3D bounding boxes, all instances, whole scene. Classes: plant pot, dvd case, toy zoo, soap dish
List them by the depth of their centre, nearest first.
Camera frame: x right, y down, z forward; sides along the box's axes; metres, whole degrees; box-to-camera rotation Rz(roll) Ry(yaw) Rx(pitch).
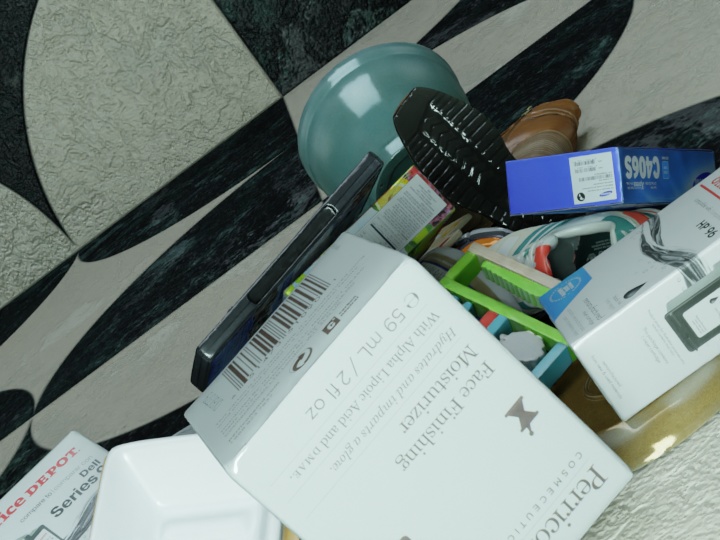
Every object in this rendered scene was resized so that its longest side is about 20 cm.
[{"bbox_3d":[0.186,0.075,1.157,0.199,0.028,0.200,-34,15,10],"label":"plant pot"},{"bbox_3d":[-0.113,0.208,1.166,0.156,0.082,0.201,-8,45,11],"label":"soap dish"},{"bbox_3d":[0.070,0.073,1.215,0.131,0.021,0.200,26,63,39],"label":"toy zoo"},{"bbox_3d":[-0.058,0.004,1.287,0.200,0.018,0.143,-49,-4,-15],"label":"dvd case"},{"bbox_3d":[0.046,-0.127,1.834,0.200,0.201,0.134,-36,42,3],"label":"plant pot"}]

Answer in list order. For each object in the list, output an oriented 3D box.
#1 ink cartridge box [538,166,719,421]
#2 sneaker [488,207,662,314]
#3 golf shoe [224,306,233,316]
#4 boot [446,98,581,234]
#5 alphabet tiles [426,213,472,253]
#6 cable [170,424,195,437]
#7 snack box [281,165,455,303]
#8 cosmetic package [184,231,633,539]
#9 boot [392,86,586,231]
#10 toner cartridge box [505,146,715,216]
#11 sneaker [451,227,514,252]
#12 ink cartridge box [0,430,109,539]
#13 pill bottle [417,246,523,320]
[{"bbox_3d":[0.224,0.000,1.109,0.199,0.068,0.116,-36,15,4],"label":"ink cartridge box"},{"bbox_3d":[0.146,-0.007,1.325,0.199,0.071,0.093,-15,-9,38],"label":"sneaker"},{"bbox_3d":[-0.092,0.108,1.521,0.072,0.093,0.200,-3,-26,1],"label":"golf shoe"},{"bbox_3d":[0.137,-0.106,1.743,0.198,0.074,0.155,-16,24,26],"label":"boot"},{"bbox_3d":[0.022,0.018,1.511,0.166,0.006,0.200,-45,6,-21],"label":"alphabet tiles"},{"bbox_3d":[-0.166,0.208,1.493,0.199,0.069,0.200,-19,22,52],"label":"cable"},{"bbox_3d":[0.000,0.000,1.357,0.142,0.053,0.200,-43,-4,-9],"label":"snack box"},{"bbox_3d":[0.025,0.107,1.042,0.165,0.200,0.165,-49,15,-5],"label":"cosmetic package"},{"bbox_3d":[0.101,-0.086,1.528,0.078,0.200,0.138,-49,11,-3],"label":"boot"},{"bbox_3d":[0.198,-0.069,1.310,0.094,0.044,0.199,-4,1,32],"label":"toner cartridge box"},{"bbox_3d":[0.068,0.046,1.453,0.200,0.077,0.112,-39,14,41],"label":"sneaker"},{"bbox_3d":[-0.200,0.232,1.297,0.199,0.084,0.146,24,58,39],"label":"ink cartridge box"},{"bbox_3d":[0.030,0.085,1.315,0.200,0.116,0.116,-42,15,-19],"label":"pill bottle"}]
